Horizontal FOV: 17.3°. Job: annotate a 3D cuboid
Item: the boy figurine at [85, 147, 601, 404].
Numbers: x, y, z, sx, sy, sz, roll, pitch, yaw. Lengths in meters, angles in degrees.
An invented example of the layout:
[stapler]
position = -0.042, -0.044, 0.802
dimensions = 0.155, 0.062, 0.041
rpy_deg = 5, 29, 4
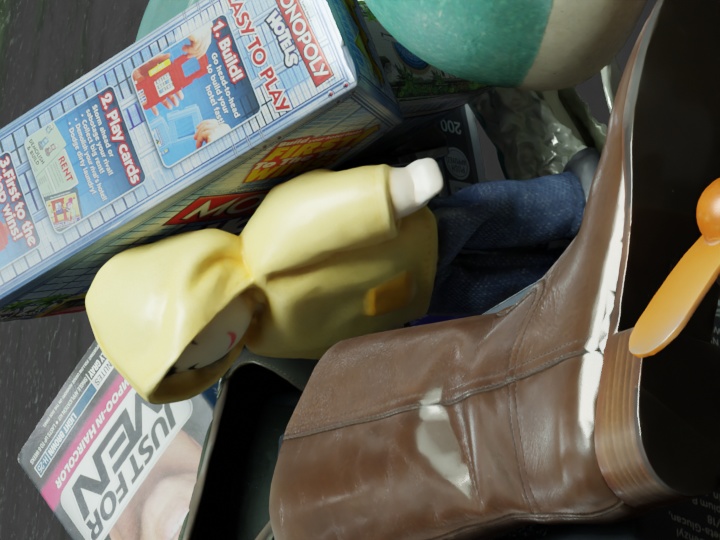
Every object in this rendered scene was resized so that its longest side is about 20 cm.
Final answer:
[boy figurine]
position = 0.000, 0.000, 0.875
dimensions = 0.124, 0.200, 0.064
rpy_deg = 111, 144, -56

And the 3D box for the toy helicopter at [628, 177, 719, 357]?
[toy helicopter]
position = 0.144, -0.015, 0.710
dimensions = 0.079, 0.132, 0.200
rpy_deg = -34, 43, 46

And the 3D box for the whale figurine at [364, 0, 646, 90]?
[whale figurine]
position = 0.049, -0.161, 0.787
dimensions = 0.159, 0.104, 0.200
rpy_deg = -99, 16, -66

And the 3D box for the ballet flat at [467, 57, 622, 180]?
[ballet flat]
position = 0.073, -0.087, 0.989
dimensions = 0.072, 0.072, 0.200
rpy_deg = -41, 69, 35

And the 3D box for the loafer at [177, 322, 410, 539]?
[loafer]
position = -0.029, 0.063, 0.959
dimensions = 0.072, 0.063, 0.200
rpy_deg = 0, 62, 26

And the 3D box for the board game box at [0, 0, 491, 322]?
[board game box]
position = -0.036, -0.054, 0.903
dimensions = 0.200, 0.200, 0.062
rpy_deg = -33, 73, 43

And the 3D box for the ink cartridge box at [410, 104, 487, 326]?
[ink cartridge box]
position = -0.016, -0.009, 1.081
dimensions = 0.198, 0.043, 0.200
rpy_deg = -29, 65, 45

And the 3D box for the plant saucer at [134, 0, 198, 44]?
[plant saucer]
position = -0.076, -0.142, 1.332
dimensions = 0.200, 0.036, 0.200
rpy_deg = -35, 42, 39

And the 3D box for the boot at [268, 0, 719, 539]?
[boot]
position = 0.046, 0.010, 0.791
dimensions = 0.200, 0.064, 0.187
rpy_deg = -24, 46, 52

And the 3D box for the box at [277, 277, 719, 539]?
[box]
position = 0.069, 0.125, 0.837
dimensions = 0.197, 0.117, 0.200
rpy_deg = -34, 43, 41

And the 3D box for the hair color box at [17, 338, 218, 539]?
[hair color box]
position = -0.062, 0.113, 1.039
dimensions = 0.200, 0.060, 0.100
rpy_deg = 47, 111, 36
